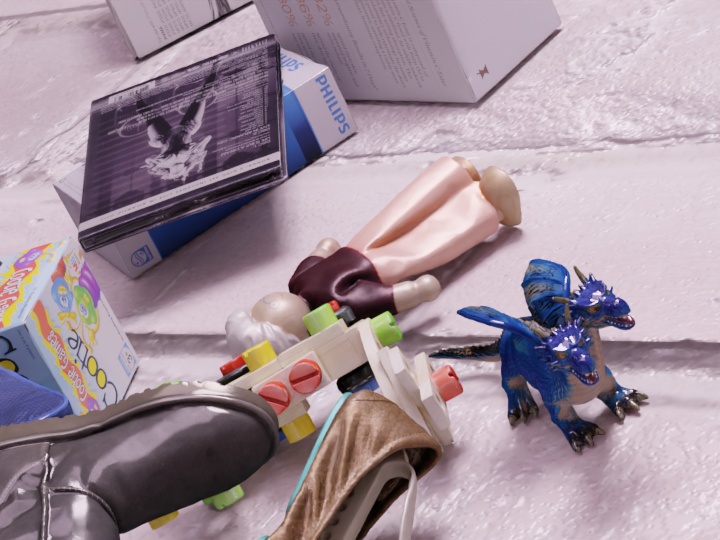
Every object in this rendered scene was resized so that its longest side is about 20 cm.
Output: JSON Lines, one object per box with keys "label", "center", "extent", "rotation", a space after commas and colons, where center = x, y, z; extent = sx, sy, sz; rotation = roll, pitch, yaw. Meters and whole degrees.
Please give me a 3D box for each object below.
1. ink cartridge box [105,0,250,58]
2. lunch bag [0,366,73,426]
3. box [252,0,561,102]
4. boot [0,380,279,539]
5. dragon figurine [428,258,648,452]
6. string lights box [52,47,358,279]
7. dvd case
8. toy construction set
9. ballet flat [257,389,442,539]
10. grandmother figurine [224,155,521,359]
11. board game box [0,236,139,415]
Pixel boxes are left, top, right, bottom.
{"label": "ink cartridge box", "center": [-0.138, -0.284, 2.028], "extent": [0.199, 0.083, 0.147], "rotation": [-28, 27, -3]}
{"label": "lunch bag", "center": [-0.228, 0.140, 1.289], "extent": [0.135, 0.133, 0.200], "rotation": [-21, 21, -27]}
{"label": "box", "center": [0.021, -0.214, 1.674], "extent": [0.199, 0.153, 0.106], "rotation": [7, 40, 48]}
{"label": "boot", "center": [-0.123, 0.155, 1.117], "extent": [0.181, 0.073, 0.201], "rotation": [-16, 38, 9]}
{"label": "dragon figurine", "center": [0.091, 0.032, 1.219], "extent": [0.059, 0.100, 0.200], "rotation": [-33, 27, -14]}
{"label": "string lights box", "center": [-0.113, -0.083, 1.665], "extent": [0.199, 0.059, 0.103], "rotation": [-34, 27, -14]}
{"label": "dvd case", "center": [-0.123, -0.092, 1.610], "extent": [0.148, 0.016, 0.200], "rotation": [-19, 31, 8]}
{"label": "toy construction set", "center": [-0.042, 0.074, 1.276], "extent": [0.199, 0.093, 0.131], "rotation": [-15, 3, 7]}
{"label": "ballet flat", "center": [-0.019, 0.148, 1.151], "extent": [0.072, 0.068, 0.200], "rotation": [21, 57, 21]}
{"label": "grandmother figurine", "center": [0.000, 0.000, 1.414], "extent": [0.200, 0.061, 0.121], "rotation": [-35, 18, -21]}
{"label": "board game box", "center": [-0.260, 0.070, 1.473], "extent": [0.199, 0.105, 0.103], "rotation": [-15, 28, 22]}
